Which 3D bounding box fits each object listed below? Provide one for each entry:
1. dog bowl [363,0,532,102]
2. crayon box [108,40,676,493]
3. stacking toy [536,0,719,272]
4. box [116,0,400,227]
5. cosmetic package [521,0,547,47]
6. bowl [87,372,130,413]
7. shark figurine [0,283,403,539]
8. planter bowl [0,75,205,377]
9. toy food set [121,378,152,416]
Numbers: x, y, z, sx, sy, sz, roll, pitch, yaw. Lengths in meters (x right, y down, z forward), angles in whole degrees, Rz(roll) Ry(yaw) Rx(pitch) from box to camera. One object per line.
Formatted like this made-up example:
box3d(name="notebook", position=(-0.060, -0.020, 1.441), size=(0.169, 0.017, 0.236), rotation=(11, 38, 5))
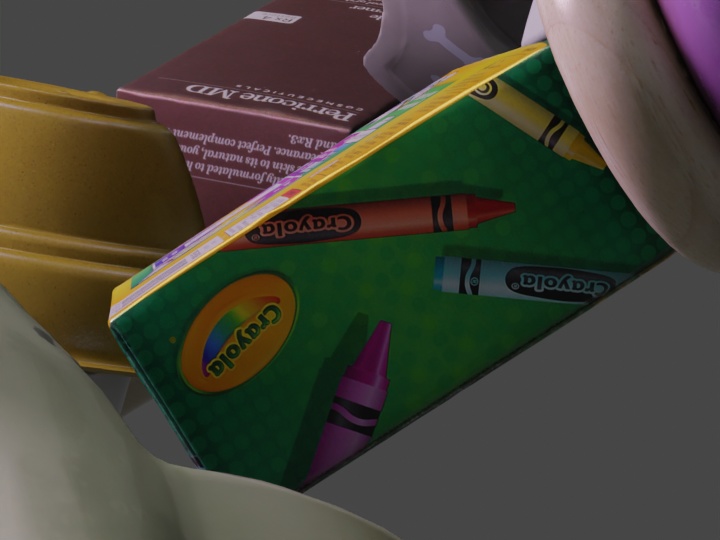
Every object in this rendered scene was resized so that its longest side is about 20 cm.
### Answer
box3d(name="dog bowl", position=(0.072, -0.146, 1.044), size=(0.200, 0.201, 0.059), rotation=(-35, 20, -32))
box3d(name="crayon box", position=(0.000, 0.000, 0.729), size=(0.119, 0.058, 0.200), rotation=(-32, 4, -3))
box3d(name="stacking toy", position=(0.133, -0.077, 0.520), size=(0.200, 0.086, 0.085), rotation=(-27, 6, 21))
box3d(name="box", position=(-0.010, -0.059, 1.137), size=(0.100, 0.075, 0.200), rotation=(11, 24, 20))
box3d(name="cosmetic package", position=(0.124, -0.110, 0.734), size=(0.200, 0.074, 0.102), rotation=(-21, 50, 64))
box3d(name="bowl", position=(-0.198, 0.048, 0.934), size=(0.199, 0.075, 0.200), rotation=(12, 7, 32))
box3d(name="shark figurine", position=(-0.058, 0.076, 0.316), size=(0.090, 0.128, 0.215), rotation=(-58, 10, 28))
box3d(name="planter bowl", position=(-0.120, -0.023, 0.965), size=(0.200, 0.084, 0.200), rotation=(11, 4, -1))
box3d(name="toy food set", position=(-0.075, 0.007, 1.225), size=(0.143, 0.061, 0.200), rotation=(-31, 5, 20))
